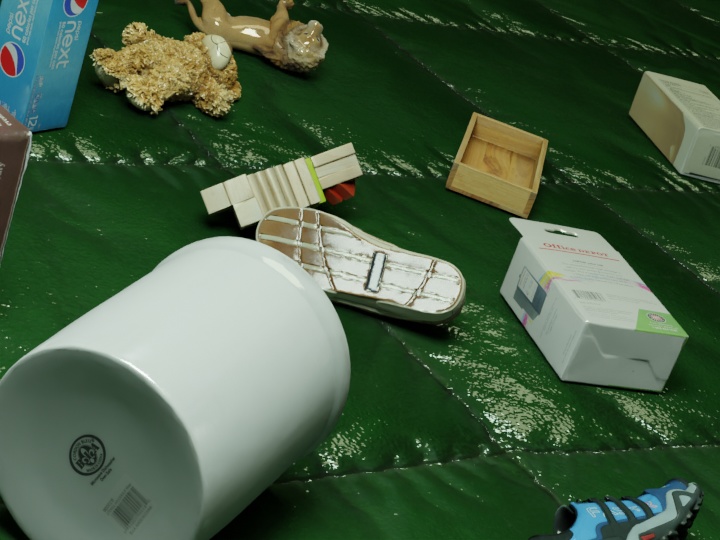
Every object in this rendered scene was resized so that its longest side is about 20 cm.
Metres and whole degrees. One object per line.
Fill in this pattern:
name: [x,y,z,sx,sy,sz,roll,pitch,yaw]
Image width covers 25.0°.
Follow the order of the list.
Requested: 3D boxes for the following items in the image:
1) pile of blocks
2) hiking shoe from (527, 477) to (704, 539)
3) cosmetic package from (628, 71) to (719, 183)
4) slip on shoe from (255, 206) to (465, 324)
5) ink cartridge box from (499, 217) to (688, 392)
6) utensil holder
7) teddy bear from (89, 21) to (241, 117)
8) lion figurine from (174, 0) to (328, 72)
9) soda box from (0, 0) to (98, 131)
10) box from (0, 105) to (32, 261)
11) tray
pile of blocks: [-0.076,-0.067,1.569,0.199,0.082,0.063,-20,88,-43]
hiking shoe: [0.190,0.188,1.195,0.086,0.075,0.200,30,26,21]
cosmetic package: [0.455,-0.195,2.222,0.105,0.071,0.200,11,25,-18]
slip on shoe: [0.000,0.000,1.473,0.199,0.076,0.061,15,-17,8]
ink cartridge box: [0.213,0.030,1.558,0.116,0.068,0.200,9,27,-23]
utensil holder: [-0.123,0.086,1.055,0.169,0.171,0.200,27,26,15]
teddy bear: [-0.203,-0.221,1.769,0.199,0.067,0.145,-2,35,-40]
lion figurine: [-0.137,-0.294,1.991,0.198,0.073,0.123,5,38,0]
soda box: [-0.302,-0.237,1.556,0.064,0.201,0.068,31,25,25]
box: [-0.376,-0.063,1.173,0.199,0.165,0.166,-6,35,-45]
tray: [0.161,-0.124,1.887,0.098,0.037,0.200,21,23,2]
